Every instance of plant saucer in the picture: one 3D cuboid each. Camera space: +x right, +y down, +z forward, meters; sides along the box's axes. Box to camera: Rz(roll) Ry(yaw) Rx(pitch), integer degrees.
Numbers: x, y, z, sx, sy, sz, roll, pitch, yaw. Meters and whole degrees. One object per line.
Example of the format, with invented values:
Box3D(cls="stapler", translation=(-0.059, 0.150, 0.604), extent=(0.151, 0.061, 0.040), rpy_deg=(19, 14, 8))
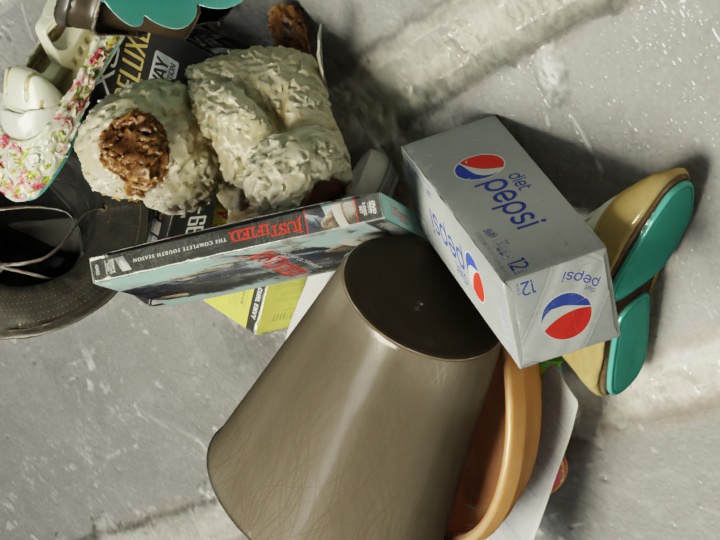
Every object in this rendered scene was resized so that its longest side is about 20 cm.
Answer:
Box3D(cls="plant saucer", translation=(0.073, 0.084, 1.524), extent=(0.200, 0.037, 0.202), rpy_deg=(178, 90, -68))

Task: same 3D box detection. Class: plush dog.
Box3D(cls="plush dog", translation=(-0.109, -0.093, 1.524), extent=(0.200, 0.170, 0.162), rpy_deg=(147, 113, -78))

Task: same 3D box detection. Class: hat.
Box3D(cls="hat", translation=(-0.237, -0.026, 1.651), extent=(0.200, 0.200, 0.081), rpy_deg=(40, 165, 25))

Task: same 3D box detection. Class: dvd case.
Box3D(cls="dvd case", translation=(-0.060, -0.012, 1.476), extent=(0.146, 0.198, 0.022), rpy_deg=(24, -126, -73))

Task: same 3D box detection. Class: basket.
Box3D(cls="basket", translation=(0.006, 0.088, 1.464), extent=(0.180, 0.136, 0.201), rpy_deg=(36, 128, 15))

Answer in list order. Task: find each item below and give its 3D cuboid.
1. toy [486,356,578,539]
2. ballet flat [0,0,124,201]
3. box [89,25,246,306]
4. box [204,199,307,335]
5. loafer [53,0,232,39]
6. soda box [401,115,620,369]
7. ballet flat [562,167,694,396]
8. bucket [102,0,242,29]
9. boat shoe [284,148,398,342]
Box3D(cls="toy", translation=(0.113, 0.123, 1.556), extent=(0.115, 0.047, 0.201), rpy_deg=(56, 147, 41))
Box3D(cls="ballet flat", translation=(-0.219, -0.149, 1.607), extent=(0.075, 0.201, 0.064), rpy_deg=(20, 171, 32))
Box3D(cls="box", translation=(-0.168, -0.098, 1.676), extent=(0.157, 0.050, 0.202), rpy_deg=(32, 115, 35))
Box3D(cls="box", translation=(-0.117, -0.019, 1.722), extent=(0.199, 0.075, 0.051), rpy_deg=(31, 117, 36))
Box3D(cls="loafer", translation=(-0.140, -0.194, 1.525), extent=(0.071, 0.200, 0.074), rpy_deg=(25, 110, 15))
Box3D(cls="soda box", translation=(0.089, -0.021, 1.372), extent=(0.200, 0.068, 0.064), rpy_deg=(-123, 18, -58))
Box3D(cls="ballet flat", translation=(0.152, 0.000, 1.378), extent=(0.063, 0.068, 0.201), rpy_deg=(40, 145, 25))
Box3D(cls="bucket", translation=(-0.121, -0.270, 1.395), extent=(0.135, 0.206, 0.208), rpy_deg=(44, 147, 29))
Box3D(cls="boat shoe", translation=(0.000, 0.000, 1.595), extent=(0.068, 0.072, 0.201), rpy_deg=(21, 127, -1))
